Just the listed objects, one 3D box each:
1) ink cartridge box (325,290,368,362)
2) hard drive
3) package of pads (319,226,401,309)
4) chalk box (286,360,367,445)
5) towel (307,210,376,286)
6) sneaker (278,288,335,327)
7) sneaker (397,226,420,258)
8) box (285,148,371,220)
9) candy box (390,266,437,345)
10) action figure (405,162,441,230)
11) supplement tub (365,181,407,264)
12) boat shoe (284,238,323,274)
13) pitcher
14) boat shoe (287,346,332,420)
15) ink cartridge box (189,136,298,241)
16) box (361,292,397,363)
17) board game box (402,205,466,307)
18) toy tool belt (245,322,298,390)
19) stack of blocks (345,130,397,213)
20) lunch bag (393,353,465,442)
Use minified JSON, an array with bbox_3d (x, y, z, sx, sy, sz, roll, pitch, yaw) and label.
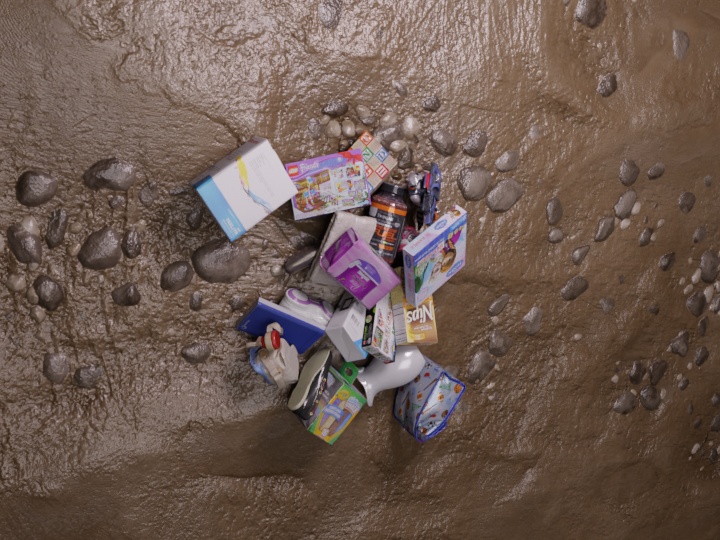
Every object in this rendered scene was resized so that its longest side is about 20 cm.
[{"bbox_3d":[-0.007,0.127,1.757,0.117,0.065,0.202,55,39,-24],"label":"ink cartridge box"},{"bbox_3d":[-0.204,0.145,1.692,0.196,0.026,0.132,26,135,-25],"label":"hard drive"},{"bbox_3d":[0.000,0.000,1.649,0.120,0.076,0.200,-42,128,8],"label":"package of pads"},{"bbox_3d":[-0.075,0.334,1.764,0.201,0.124,0.124,-49,134,-4],"label":"chalk box"},{"bbox_3d":[-0.047,-0.051,1.670,0.130,0.035,0.204,7,117,-39],"label":"towel"},{"bbox_3d":[-0.134,0.120,1.745,0.197,0.076,0.100,29,115,-28],"label":"sneaker"},{"bbox_3d":[0.173,-0.053,1.790,0.199,0.079,0.077,32,62,-53],"label":"sneaker"},{"bbox_3d":[-0.079,-0.212,1.635,0.194,0.039,0.141,-10,91,5],"label":"box"},{"bbox_3d":[0.142,0.098,1.789,0.113,0.055,0.207,5,72,-37],"label":"candy box"},{"bbox_3d":[0.163,-0.169,1.723,0.196,0.102,0.203,60,34,-39],"label":"action figure"},{"bbox_3d":[0.062,-0.126,1.734,0.104,0.107,0.206,11,98,-23],"label":"supplement tub"},{"bbox_3d":[-0.101,-0.033,1.708,0.196,0.074,0.075,-28,111,-12],"label":"boat shoe"},{"bbox_3d":[0.067,0.251,1.827,0.197,0.121,0.174,-32,107,1],"label":"pitcher"},{"bbox_3d":[-0.119,0.288,1.699,0.063,0.072,0.204,48,47,-26],"label":"boat shoe"},{"bbox_3d":[-0.275,-0.197,1.557,0.198,0.146,0.148,-37,113,-9],"label":"ink cartridge box"},{"bbox_3d":[0.059,0.131,1.757,0.110,0.034,0.205,39,48,-40],"label":"box"},{"bbox_3d":[0.193,-0.034,1.696,0.198,0.041,0.202,-38,145,-22],"label":"board game box"},{"bbox_3d":[-0.237,0.224,1.668,0.119,0.128,0.202,-11,144,10],"label":"toy tool belt"},{"bbox_3d":[-0.012,-0.237,1.679,0.115,0.059,0.200,43,94,2],"label":"stack of blocks"},{"bbox_3d":[0.182,0.364,1.867,0.122,0.169,0.203,32,88,-24],"label":"lunch bag"}]
